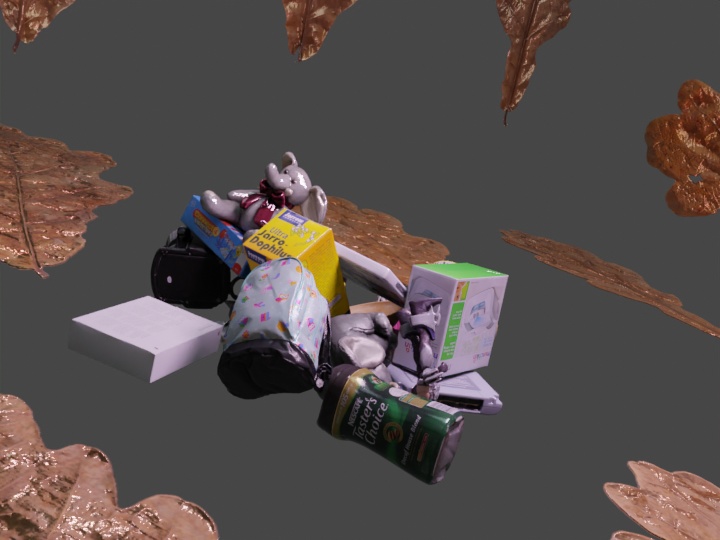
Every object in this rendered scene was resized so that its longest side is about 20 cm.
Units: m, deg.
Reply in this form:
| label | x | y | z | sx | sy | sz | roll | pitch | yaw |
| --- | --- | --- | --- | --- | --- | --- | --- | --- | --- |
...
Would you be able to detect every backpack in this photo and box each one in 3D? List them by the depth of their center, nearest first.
| label | x | y | z | sx | sy | sz | roll | pitch | yaw |
| --- | --- | --- | --- | --- | --- | --- | --- | --- | --- |
| backpack | -0.118 | 0.081 | 1.247 | 0.165 | 0.127 | 0.201 | -5 | 43 | 19 |

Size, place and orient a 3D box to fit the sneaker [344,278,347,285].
| label | x | y | z | sx | sy | sz | roll | pitch | yaw |
| --- | --- | --- | --- | --- | --- | --- | --- | --- | --- |
| sneaker | -0.079 | 0.022 | 1.837 | 0.089 | 0.071 | 0.200 | 13 | 12 | 7 |

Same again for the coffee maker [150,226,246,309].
| label | x | y | z | sx | sy | sz | roll | pitch | yaw |
| --- | --- | --- | --- | --- | --- | --- | --- | --- | --- |
| coffee maker | -0.296 | -0.003 | 1.622 | 0.191 | 0.136 | 0.200 | 28 | 13 | -11 |

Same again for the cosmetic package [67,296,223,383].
| label | x | y | z | sx | sy | sz | roll | pitch | yaw |
| --- | --- | --- | --- | --- | --- | --- | --- | --- | --- |
| cosmetic package | -0.327 | 0.102 | 1.305 | 0.149 | 0.052 | 0.200 | 17 | 14 | 17 |

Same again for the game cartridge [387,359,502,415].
| label | x | y | z | sx | sy | sz | roll | pitch | yaw |
| --- | --- | --- | --- | --- | --- | --- | --- | --- | --- |
| game cartridge | 0.130 | 0.198 | 1.451 | 0.198 | 0.041 | 0.133 | 10 | 18 | -20 |

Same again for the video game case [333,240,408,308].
| label | x | y | z | sx | sy | sz | roll | pitch | yaw |
| --- | --- | --- | --- | --- | --- | --- | --- | --- | --- |
| video game case | 0.000 | 0.000 | 1.478 | 0.199 | 0.023 | 0.182 | 27 | -10 | 30 |

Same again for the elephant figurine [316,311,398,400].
| label | x | y | z | sx | sy | sz | roll | pitch | yaw |
| --- | --- | --- | --- | --- | --- | --- | --- | --- | --- |
| elephant figurine | -0.001 | 0.156 | 1.312 | 0.153 | 0.143 | 0.201 | -12 | 28 | 9 |

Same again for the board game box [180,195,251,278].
| label | x | y | z | sx | sy | sz | roll | pitch | yaw |
| --- | --- | --- | --- | --- | --- | --- | --- | --- | --- |
| board game box | -0.204 | -0.052 | 1.583 | 0.196 | 0.056 | 0.199 | 40 | 16 | 31 |

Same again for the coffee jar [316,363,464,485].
| label | x | y | z | sx | sy | sz | roll | pitch | yaw |
| --- | --- | --- | --- | --- | --- | --- | --- | --- | --- |
| coffee jar | 0.037 | 0.208 | 1.167 | 0.198 | 0.105 | 0.085 | 21 | 12 | 25 |

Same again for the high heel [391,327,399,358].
| label | x | y | z | sx | sy | sz | roll | pitch | yaw |
| --- | --- | --- | --- | --- | --- | --- | --- | --- | --- |
| high heel | 0.076 | 0.155 | 1.521 | 0.096 | 0.068 | 0.200 | 44 | 18 | 16 |

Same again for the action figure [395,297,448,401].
| label | x | y | z | sx | sy | sz | roll | pitch | yaw |
| --- | --- | --- | --- | --- | --- | --- | --- | --- | --- |
| action figure | 0.102 | 0.149 | 1.317 | 0.069 | 0.202 | 0.130 | -3 | -17 | -8 |

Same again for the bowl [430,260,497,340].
| label | x | y | z | sx | sy | sz | roll | pitch | yaw |
| --- | --- | --- | --- | --- | --- | --- | --- | --- | --- |
| bowl | 0.163 | 0.092 | 1.655 | 0.200 | 0.203 | 0.094 | 26 | 42 | 38 |

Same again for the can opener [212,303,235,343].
| label | x | y | z | sx | sy | sz | roll | pitch | yaw |
| --- | --- | --- | --- | --- | --- | --- | --- | --- | --- |
| can opener | -0.186 | 0.118 | 1.379 | 0.052 | 0.067 | 0.200 | 6 | 21 | -36 |

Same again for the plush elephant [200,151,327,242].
| label | x | y | z | sx | sy | sz | roll | pitch | yaw |
| --- | --- | --- | --- | --- | --- | --- | --- | --- | --- |
| plush elephant | -0.150 | -0.127 | 1.506 | 0.164 | 0.156 | 0.199 | 40 | 17 | 33 |

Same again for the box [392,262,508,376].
| label | x | y | z | sx | sy | sz | roll | pitch | yaw |
| --- | --- | --- | --- | --- | --- | --- | --- | --- | --- |
| box | 0.159 | 0.083 | 1.484 | 0.096 | 0.179 | 0.199 | 18 | 11 | 34 |

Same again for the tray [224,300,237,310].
| label | x | y | z | sx | sy | sz | roll | pitch | yaw |
| --- | --- | --- | --- | --- | --- | --- | --- | --- | --- |
| tray | -0.170 | 0.102 | 1.531 | 0.106 | 0.022 | 0.200 | 7 | 16 | -31 |

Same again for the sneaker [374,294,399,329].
| label | x | y | z | sx | sy | sz | roll | pitch | yaw |
| --- | --- | --- | --- | --- | --- | --- | --- | --- | --- |
| sneaker | 0.065 | 0.086 | 1.746 | 0.087 | 0.082 | 0.200 | 15 | 7 | 17 |

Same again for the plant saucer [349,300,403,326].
| label | x | y | z | sx | sy | sz | roll | pitch | yaw |
| --- | --- | --- | --- | --- | --- | --- | --- | --- | --- |
| plant saucer | -0.008 | 0.098 | 1.565 | 0.198 | 0.036 | 0.200 | -12 | 8 | 2 |

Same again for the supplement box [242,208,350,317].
| label | x | y | z | sx | sy | sz | roll | pitch | yaw |
| --- | --- | --- | --- | --- | --- | --- | --- | --- | --- |
| supplement box | -0.104 | 0.017 | 1.425 | 0.108 | 0.201 | 0.109 | 24 | 53 | 34 |
